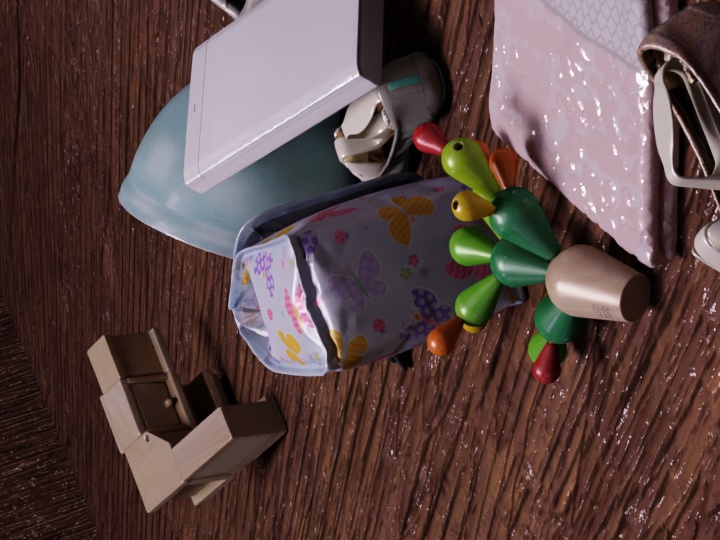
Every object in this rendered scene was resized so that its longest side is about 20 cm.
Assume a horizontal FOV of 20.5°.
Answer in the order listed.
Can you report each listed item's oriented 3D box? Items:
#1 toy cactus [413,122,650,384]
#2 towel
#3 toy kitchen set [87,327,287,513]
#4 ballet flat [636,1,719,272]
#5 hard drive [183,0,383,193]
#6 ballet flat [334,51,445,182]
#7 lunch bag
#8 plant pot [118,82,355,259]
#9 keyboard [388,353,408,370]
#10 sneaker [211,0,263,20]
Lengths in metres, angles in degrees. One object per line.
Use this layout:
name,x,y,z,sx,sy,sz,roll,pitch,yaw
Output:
toy cactus,0.108,0.000,1.282,0.164,0.102,0.201,19,135,45
towel,0.131,-0.126,1.215,0.200,0.032,0.193,-130,30,-52
toy kitchen set,-0.164,0.131,2.198,0.180,0.162,0.201,-41,64,39
ballet flat,0.196,-0.042,1.044,0.068,0.067,0.202,125,126,-67
hard drive,-0.060,-0.155,1.511,0.199,0.027,0.133,-28,49,39
ballet flat,0.010,-0.108,1.523,0.200,0.063,0.068,123,128,-67
lunch bag,0.000,0.000,1.480,0.200,0.168,0.128,168,84,-72
plant pot,-0.089,-0.097,1.660,0.200,0.199,0.135,41,117,57
keyboard,-0.030,0.027,1.749,0.105,0.039,0.200,60,168,-26
sneaker,-0.100,-0.271,1.678,0.075,0.080,0.201,105,146,-60
